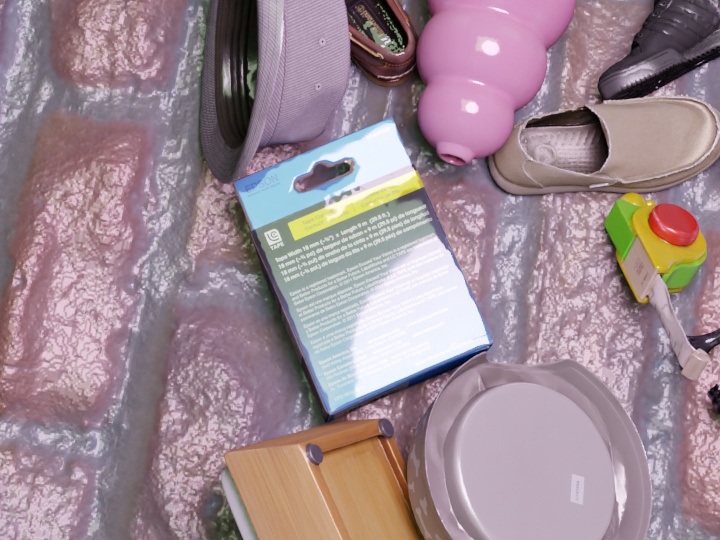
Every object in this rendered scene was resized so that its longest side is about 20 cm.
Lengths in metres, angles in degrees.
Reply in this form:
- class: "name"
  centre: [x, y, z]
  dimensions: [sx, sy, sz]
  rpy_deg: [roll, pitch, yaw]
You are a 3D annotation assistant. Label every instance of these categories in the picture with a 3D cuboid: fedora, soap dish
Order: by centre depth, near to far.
- class: "soap dish"
  centre: [-0.006, 0.208, 1.193]
  dimensions: [0.081, 0.157, 0.201]
  rpy_deg: [-31, 78, 28]
- class: "fedora"
  centre: [-0.063, -0.169, 1.267]
  dimensions: [0.090, 0.177, 0.201]
  rpy_deg: [0, 106, -21]

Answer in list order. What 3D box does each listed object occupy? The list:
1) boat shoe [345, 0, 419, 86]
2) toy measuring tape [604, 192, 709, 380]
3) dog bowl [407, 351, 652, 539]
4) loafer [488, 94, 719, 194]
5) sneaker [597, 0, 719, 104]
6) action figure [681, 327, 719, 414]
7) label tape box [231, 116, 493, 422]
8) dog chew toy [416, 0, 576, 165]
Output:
- class: "boat shoe"
  centre: [-0.019, -0.243, 1.329]
  dimensions: [0.070, 0.070, 0.200]
  rpy_deg: [-41, 81, -6]
- class: "toy measuring tape"
  centre: [0.251, 0.008, 1.263]
  dimensions: [0.073, 0.074, 0.201]
  rpy_deg: [-14, 45, -5]
- class: "dog bowl"
  centre: [0.125, 0.160, 1.224]
  dimensions: [0.199, 0.059, 0.201]
  rpy_deg: [10, 66, -24]
- class: "loafer"
  centre: [0.206, -0.101, 1.308]
  dimensions: [0.199, 0.068, 0.076]
  rpy_deg: [-10, 81, -3]
- class: "sneaker"
  centre: [0.267, -0.223, 1.344]
  dimensions: [0.199, 0.060, 0.105]
  rpy_deg: [-26, 79, -11]
- class: "action figure"
  centre: [0.357, 0.043, 1.271]
  dimensions: [0.199, 0.102, 0.119]
  rpy_deg: [-29, 79, -4]
- class: "label tape box"
  centre: [0.000, 0.000, 1.282]
  dimensions: [0.144, 0.063, 0.201]
  rpy_deg: [-22, 80, -6]
- class: "dog chew toy"
  centre: [0.100, -0.181, 1.290]
  dimensions: [0.124, 0.125, 0.201]
  rpy_deg: [17, 76, 1]
